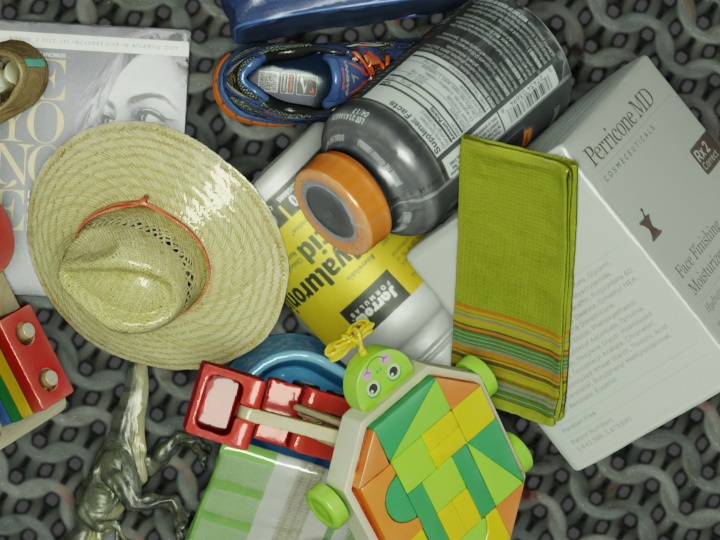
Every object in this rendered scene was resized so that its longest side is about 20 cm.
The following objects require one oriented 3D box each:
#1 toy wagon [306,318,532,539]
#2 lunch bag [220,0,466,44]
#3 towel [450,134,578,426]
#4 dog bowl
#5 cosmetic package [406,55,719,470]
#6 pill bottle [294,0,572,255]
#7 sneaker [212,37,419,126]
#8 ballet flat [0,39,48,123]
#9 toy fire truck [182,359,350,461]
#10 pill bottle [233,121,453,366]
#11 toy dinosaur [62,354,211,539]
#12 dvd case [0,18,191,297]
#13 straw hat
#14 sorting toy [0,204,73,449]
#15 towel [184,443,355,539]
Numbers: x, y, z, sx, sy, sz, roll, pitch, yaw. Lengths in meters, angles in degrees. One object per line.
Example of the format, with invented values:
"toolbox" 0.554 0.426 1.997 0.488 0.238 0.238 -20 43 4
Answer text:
"toy wagon" 0.035 0.123 1.497 0.155 0.040 0.200 -39 121 -24
"lunch bag" -0.025 -0.241 1.591 0.199 0.136 0.133 -9 90 -6
"towel" 0.101 0.009 1.505 0.086 0.018 0.201 14 123 22
"dog bowl" -0.011 0.125 1.640 0.200 0.050 0.112 30 88 -6
"cosmetic package" 0.175 -0.006 1.571 0.165 0.165 0.200 -35 97 39
"pill bottle" 0.045 -0.095 1.536 0.200 0.106 0.106 -41 95 -27
"sneaker" -0.006 -0.132 1.623 0.199 0.078 0.076 -4 92 -6
"ballet flat" -0.314 -0.106 1.586 0.199 0.072 0.068 -24 90 1
"toy fire truck" -0.021 0.109 1.544 0.199 0.141 0.049 16 89 -6
"pill bottle" 0.000 0.000 1.609 0.111 0.111 0.200 -44 95 -4
"toy dinosaur" -0.159 0.147 1.630 0.088 0.047 0.201 17 86 1
"dvd case" -0.203 -0.079 1.635 0.148 0.016 0.201 3 90 -5
"straw hat" -0.157 0.000 1.550 0.200 0.085 0.202 7 115 16
"sorting toy" -0.294 0.039 1.525 0.069 0.200 0.199 -21 98 39
"towel" -0.019 0.189 1.611 0.199 0.149 0.031 19 44 -5
